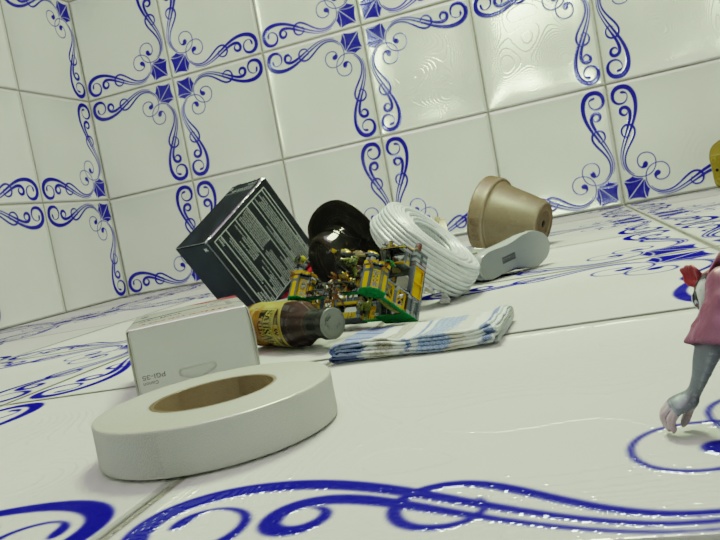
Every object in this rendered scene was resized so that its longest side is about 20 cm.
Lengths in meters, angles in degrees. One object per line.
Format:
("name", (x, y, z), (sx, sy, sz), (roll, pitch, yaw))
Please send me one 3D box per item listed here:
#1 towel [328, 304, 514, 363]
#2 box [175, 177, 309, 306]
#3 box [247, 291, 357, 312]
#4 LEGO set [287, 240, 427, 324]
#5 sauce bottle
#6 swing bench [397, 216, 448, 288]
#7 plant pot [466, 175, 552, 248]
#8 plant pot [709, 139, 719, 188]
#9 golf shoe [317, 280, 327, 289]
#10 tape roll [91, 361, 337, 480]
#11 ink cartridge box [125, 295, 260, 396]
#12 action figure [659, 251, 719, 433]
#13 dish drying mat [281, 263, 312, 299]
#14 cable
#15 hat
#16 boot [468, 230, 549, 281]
("towel", (0.074, 0.071, 0.849), (0.197, 0.024, 0.147), (-10, 3, 21))
("box", (-0.225, -0.040, 1.476), (0.122, 0.201, 0.199), (-8, 36, 45))
("box", (-0.103, 0.070, 1.246), (0.154, 0.042, 0.200), (-12, 5, -18))
("LEGO set", (0.000, 0.000, 1.032), (0.153, 0.117, 0.199), (28, -28, -37))
("sauce bottle", (-0.093, 0.071, 0.999), (0.065, 0.067, 0.199), (-14, 2, -36))
("swing bench", (0.085, -0.032, 1.520), (0.196, 0.132, 0.200), (-10, 4, 3))
("plant pot", (0.393, -0.135, 1.898), (0.173, 0.203, 0.199), (14, 19, 36))
("plant pot", (1.424, -0.408, 2.764), (0.198, 0.198, 0.193), (-21, 8, -30))
("golf shoe", (-0.122, 0.043, 1.613), (0.088, 0.077, 0.200), (-42, 12, 3))
("tape roll", (-0.118, 0.118, 0.611), (0.200, 0.038, 0.203), (-11, 5, 1))
("ink cartridge box", (-0.209, 0.090, 0.927), (0.144, 0.084, 0.200), (-12, 4, -13))
("action figure", (0.227, 0.016, 0.372), (0.132, 0.151, 0.200), (-18, 19, -12))
("dish drying mat", (-0.134, 0.010, 1.538), (0.200, 0.018, 0.077), (-46, 22, -12))
("cable", (0.105, -0.037, 1.211), (0.070, 0.200, 0.199), (-54, -15, 18))
("hat", (-0.035, -0.017, 1.294), (0.199, 0.203, 0.081), (-7, 21, 41))
("boot", (0.262, -0.031, 1.395), (0.198, 0.075, 0.095), (-15, 12, -33))
